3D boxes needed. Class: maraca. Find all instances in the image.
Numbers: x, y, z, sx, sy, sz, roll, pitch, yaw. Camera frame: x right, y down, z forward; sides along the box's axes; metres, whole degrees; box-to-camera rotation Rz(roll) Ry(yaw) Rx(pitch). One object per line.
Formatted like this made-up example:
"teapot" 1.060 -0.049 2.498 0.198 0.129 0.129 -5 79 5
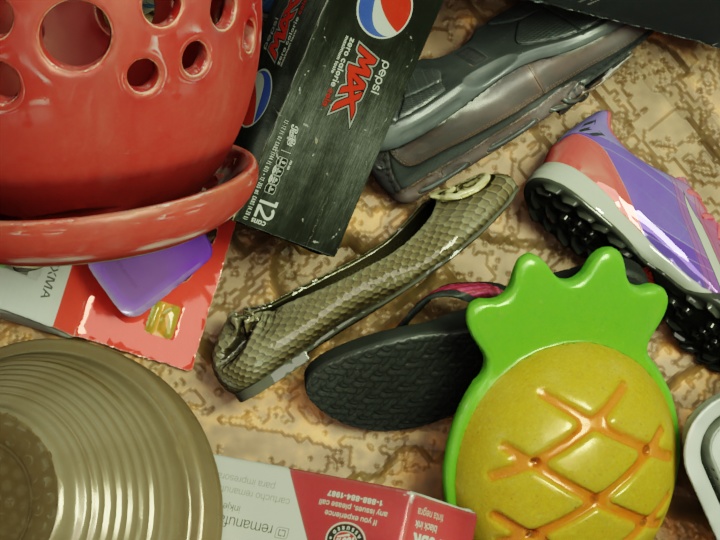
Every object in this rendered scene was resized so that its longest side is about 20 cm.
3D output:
"maraca" 0.110 0.085 1.246 0.137 0.107 0.200 -6 108 -18

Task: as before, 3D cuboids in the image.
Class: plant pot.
"plant pot" -0.143 -0.108 1.162 0.200 0.200 0.183 -9 107 -8
"plant pot" -0.180 0.129 1.188 0.200 0.093 0.201 -4 76 18

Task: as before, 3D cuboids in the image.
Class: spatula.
"spatula" -0.069 -0.055 1.288 0.200 0.021 0.057 -42 107 -20

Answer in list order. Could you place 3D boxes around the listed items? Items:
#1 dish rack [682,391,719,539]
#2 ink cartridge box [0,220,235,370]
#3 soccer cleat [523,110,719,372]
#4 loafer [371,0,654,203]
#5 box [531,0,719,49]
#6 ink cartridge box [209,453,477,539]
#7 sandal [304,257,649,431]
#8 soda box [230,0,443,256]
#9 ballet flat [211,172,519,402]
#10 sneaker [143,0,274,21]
"dish rack" 0.272 0.124 1.280 0.171 0.044 0.200 -29 109 -8
"ink cartridge box" -0.166 -0.048 1.273 0.200 0.050 0.161 17 82 -2
"soccer cleat" 0.187 -0.009 1.303 0.200 0.068 0.073 39 66 -3
"loafer" 0.089 -0.106 1.308 0.200 0.072 0.063 -28 122 -7
"box" 0.158 -0.241 1.244 0.182 0.104 0.200 7 65 -42
"ink cartridge box" -0.037 0.207 1.208 0.147 0.083 0.200 7 80 29
"sandal" 0.064 0.035 1.283 0.200 0.075 0.045 -19 47 -1
"soda box" -0.014 -0.114 1.242 0.071 0.063 0.200 20 97 -30
"ballet flat" 0.000 0.000 1.279 0.200 0.067 0.046 -35 93 -3
"sneaker" -0.050 -0.176 1.279 0.199 0.089 0.079 -1 84 -8
